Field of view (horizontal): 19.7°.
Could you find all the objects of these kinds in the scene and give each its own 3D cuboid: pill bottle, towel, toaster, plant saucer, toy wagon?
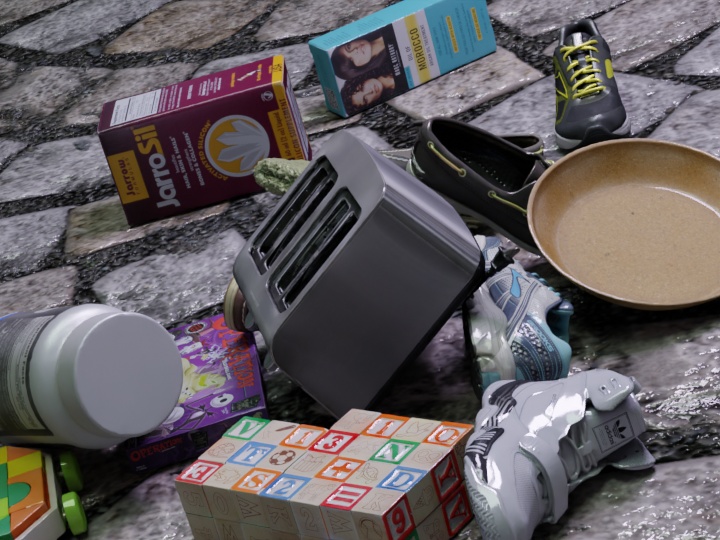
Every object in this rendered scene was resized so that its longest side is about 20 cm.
[{"bbox_3d":[-0.229,0.085,1.648,0.113,0.115,0.199,-32,14,-31],"label":"pill bottle"},{"bbox_3d":[0.009,-0.067,1.888,0.148,0.037,0.199,3,12,-45],"label":"towel"},{"bbox_3d":[0.000,0.000,1.632,0.200,0.118,0.181,-51,24,9],"label":"toaster"},{"bbox_3d":[0.233,-0.030,1.673,0.198,0.036,0.201,1,43,0],"label":"plant saucer"},{"bbox_3d":[-0.287,0.200,1.581,0.154,0.040,0.200,-19,24,-3],"label":"toy wagon"}]

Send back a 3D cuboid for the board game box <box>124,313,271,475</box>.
[{"bbox_3d":[-0.140,0.097,1.724,0.119,0.033,0.200,-14,24,-3],"label":"board game box"}]

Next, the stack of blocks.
[{"bbox_3d":[-0.021,0.154,1.479,0.199,0.059,0.115,4,31,39],"label":"stack of blocks"}]

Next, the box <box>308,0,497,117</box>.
[{"bbox_3d":[0.047,-0.246,2.267,0.199,0.083,0.049,-26,26,-18],"label":"box"}]

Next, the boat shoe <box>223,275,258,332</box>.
[{"bbox_3d":[-0.031,0.010,1.778,0.072,0.073,0.199,22,28,38],"label":"boat shoe"}]

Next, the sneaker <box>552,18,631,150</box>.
[{"bbox_3d":[0.214,-0.182,2.016,0.074,0.085,0.200,-15,24,7],"label":"sneaker"}]

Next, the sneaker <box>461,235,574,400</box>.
[{"bbox_3d":[0.124,0.038,1.641,0.085,0.078,0.201,-4,32,0],"label":"sneaker"}]

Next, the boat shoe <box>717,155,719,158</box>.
[{"bbox_3d":[0.241,-0.077,1.798,0.198,0.063,0.073,-12,24,12],"label":"boat shoe"}]

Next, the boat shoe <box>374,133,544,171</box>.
[{"bbox_3d":[0.085,-0.097,1.846,0.200,0.061,0.072,1,16,-40],"label":"boat shoe"}]

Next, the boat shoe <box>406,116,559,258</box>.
[{"bbox_3d":[0.136,-0.067,1.744,0.200,0.061,0.072,23,52,5],"label":"boat shoe"}]

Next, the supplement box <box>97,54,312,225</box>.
[{"bbox_3d":[-0.159,-0.134,2.127,0.198,0.111,0.086,-15,24,5],"label":"supplement box"}]

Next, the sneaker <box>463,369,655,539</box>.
[{"bbox_3d":[0.137,0.125,1.416,0.114,0.076,0.200,-13,21,15],"label":"sneaker"}]
